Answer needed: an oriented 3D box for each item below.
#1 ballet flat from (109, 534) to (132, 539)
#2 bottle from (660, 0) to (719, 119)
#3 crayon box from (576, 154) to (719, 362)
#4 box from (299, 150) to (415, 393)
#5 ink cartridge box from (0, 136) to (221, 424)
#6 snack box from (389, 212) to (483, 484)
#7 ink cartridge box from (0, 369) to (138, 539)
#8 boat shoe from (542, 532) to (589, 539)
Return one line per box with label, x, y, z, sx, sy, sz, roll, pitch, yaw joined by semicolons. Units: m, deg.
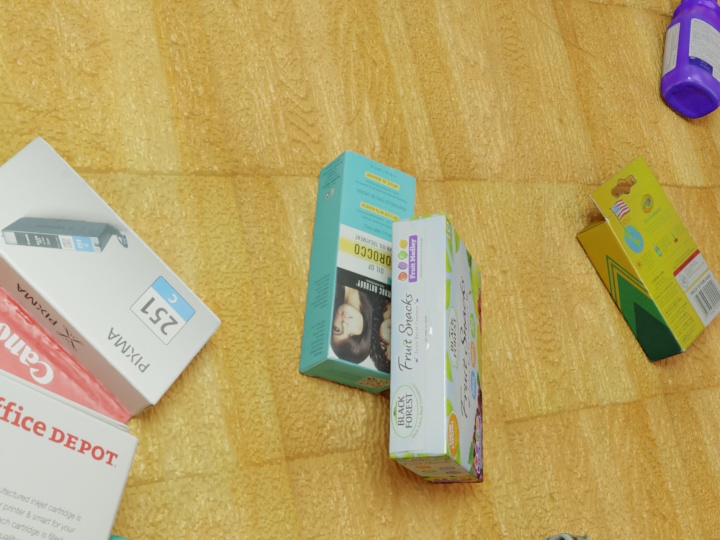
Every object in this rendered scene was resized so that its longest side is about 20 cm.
ballet flat;-0.132;0.263;0.682;0.067;0.070;0.201;-40;97;-39
bottle;0.442;-0.299;1.325;0.083;0.065;0.202;29;57;-24
crayon box;0.324;-0.016;1.135;0.126;0.051;0.201;-32;92;-40
box;0.000;0.000;0.897;0.082;0.049;0.202;19;62;-28
ink cartridge box;-0.225;0.031;0.727;0.200;0.045;0.177;46;51;-11
snack box;0.068;0.071;0.864;0.142;0.052;0.203;44;43;-62
ink cartridge box;-0.237;0.170;0.601;0.146;0.084;0.202;37;56;-42
boat shoe;0.193;0.273;0.909;0.198;0.074;0.069;0;77;-35
